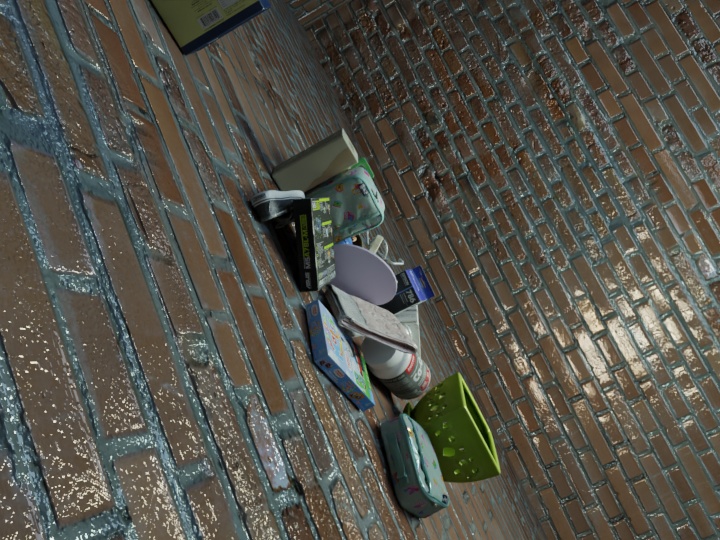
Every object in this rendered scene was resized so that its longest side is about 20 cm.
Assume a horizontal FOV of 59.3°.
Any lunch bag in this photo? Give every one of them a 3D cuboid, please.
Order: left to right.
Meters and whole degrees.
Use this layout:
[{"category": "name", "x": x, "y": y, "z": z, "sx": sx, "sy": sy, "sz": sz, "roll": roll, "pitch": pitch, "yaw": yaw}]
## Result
[{"category": "lunch bag", "x": -0.042, "y": -0.156, "z": 1.585, "sx": 0.160, "sy": 0.200, "sz": 0.077, "roll": 61, "pitch": 19, "yaw": -23}, {"category": "lunch bag", "x": 0.113, "y": 0.411, "z": 1.329, "sx": 0.160, "sy": 0.077, "sz": 0.200, "roll": 51, "pitch": 16, "yaw": -48}]

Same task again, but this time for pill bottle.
[{"category": "pill bottle", "x": 0.086, "y": 0.228, "z": 1.541, "sx": 0.200, "sy": 0.114, "sz": 0.114, "roll": 51, "pitch": 16, "yaw": -48}]

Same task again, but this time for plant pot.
[{"category": "plant pot", "x": 0.207, "y": 0.397, "z": 1.527, "sx": 0.200, "sy": 0.181, "sz": 0.199, "roll": 61, "pitch": 10, "yaw": -10}]

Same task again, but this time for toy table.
[{"category": "toy table", "x": 0.000, "y": 0.000, "z": 1.560, "sx": 0.200, "sy": 0.184, "sz": 0.117, "roll": 39, "pitch": 12, "yaw": -2}]

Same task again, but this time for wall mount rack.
[{"category": "wall mount rack", "x": 0.025, "y": -0.014, "z": 1.693, "sx": 0.075, "sy": 0.200, "sz": 0.174, "roll": -3, "pitch": 34, "yaw": -45}]

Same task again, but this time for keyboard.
[{"category": "keyboard", "x": -0.029, "y": 0.134, "z": 1.515, "sx": 0.056, "sy": 0.011, "sz": 0.200, "roll": 60, "pitch": 10, "yaw": 10}]

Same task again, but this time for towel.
[{"category": "towel", "x": 0.020, "y": 0.107, "z": 1.413, "sx": 0.191, "sy": 0.032, "sz": 0.200, "roll": 25, "pitch": 12, "yaw": -20}]

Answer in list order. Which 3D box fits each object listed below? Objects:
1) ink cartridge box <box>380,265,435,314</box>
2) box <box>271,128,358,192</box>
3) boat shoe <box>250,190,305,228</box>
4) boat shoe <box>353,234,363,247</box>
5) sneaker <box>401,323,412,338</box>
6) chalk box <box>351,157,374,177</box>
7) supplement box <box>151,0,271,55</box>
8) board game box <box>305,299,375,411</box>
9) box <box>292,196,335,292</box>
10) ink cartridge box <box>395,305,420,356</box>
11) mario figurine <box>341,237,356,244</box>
[{"category": "ink cartridge box", "x": 0.094, "y": 0.068, "z": 1.731, "sx": 0.100, "sy": 0.200, "sz": 0.039, "roll": 64, "pitch": 8, "yaw": 12}, {"category": "box", "x": -0.111, "y": -0.260, "z": 1.550, "sx": 0.078, "sy": 0.200, "sz": 0.095, "roll": 59, "pitch": 12, "yaw": -21}, {"category": "boat shoe", "x": -0.163, "y": -0.130, "z": 1.340, "sx": 0.199, "sy": 0.074, "sz": 0.068, "roll": -16, "pitch": 85, "yaw": -77}, {"category": "boat shoe", "x": -0.014, "y": -0.037, "z": 1.849, "sx": 0.066, "sy": 0.074, "sz": 0.200, "roll": 75, "pitch": -5, "yaw": -54}, {"category": "sneaker", "x": 0.093, "y": 0.246, "z": 1.678, "sx": 0.075, "sy": 0.088, "sz": 0.200, "roll": 0, "pitch": -80, "yaw": 57}, {"category": "chalk box", "x": -0.065, "y": -0.230, "z": 1.693, "sx": 0.125, "sy": 0.200, "sz": 0.124, "roll": 61, "pitch": 11, "yaw": -9}, {"category": "supplement box", "x": -0.329, "y": -0.597, "z": 1.329, "sx": 0.200, "sy": 0.200, "sz": 0.134, "roll": 60, "pitch": 11, "yaw": -21}, {"category": "board game box", "x": -0.041, "y": 0.174, "z": 1.283, "sx": 0.200, "sy": 0.037, "sz": 0.151, "roll": 52, "pitch": 15, "yaw": -41}, {"category": "box", "x": -0.097, "y": -0.063, "z": 1.381, "sx": 0.200, "sy": 0.047, "sz": 0.193, "roll": -45, "pitch": 129, "yaw": -78}, {"category": "ink cartridge box", "x": 0.128, "y": 0.180, "z": 1.814, "sx": 0.200, "sy": 0.083, "sz": 0.147, "roll": -75, "pitch": 161, "yaw": -74}, {"category": "mario figurine", "x": -0.061, "y": -0.071, "z": 1.740, "sx": 0.200, "sy": 0.106, "sz": 0.124, "roll": -85, "pitch": -176, "yaw": -52}]
